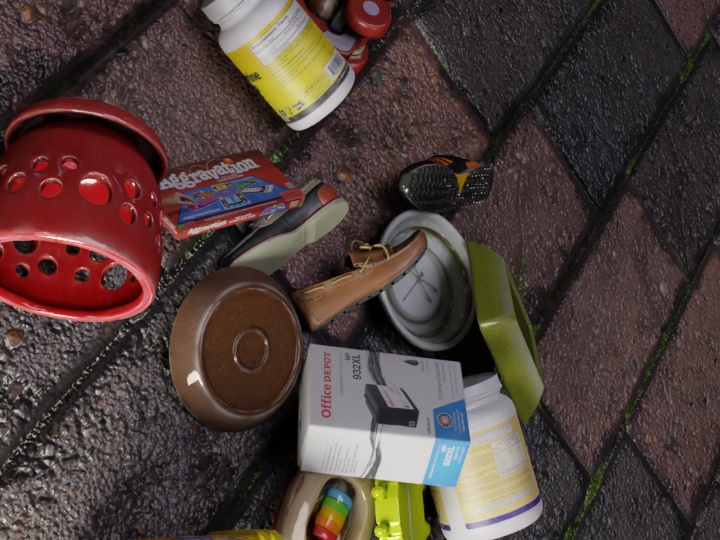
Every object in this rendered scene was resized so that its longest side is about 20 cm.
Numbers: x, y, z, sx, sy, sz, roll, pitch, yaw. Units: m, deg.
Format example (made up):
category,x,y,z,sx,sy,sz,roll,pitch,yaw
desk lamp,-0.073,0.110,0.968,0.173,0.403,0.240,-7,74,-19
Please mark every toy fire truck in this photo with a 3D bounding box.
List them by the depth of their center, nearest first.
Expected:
category,x,y,z,sx,sy,sz,roll,pitch,yaw
toy fire truck,-0.033,-0.382,1.648,0.167,0.112,0.201,33,55,-4

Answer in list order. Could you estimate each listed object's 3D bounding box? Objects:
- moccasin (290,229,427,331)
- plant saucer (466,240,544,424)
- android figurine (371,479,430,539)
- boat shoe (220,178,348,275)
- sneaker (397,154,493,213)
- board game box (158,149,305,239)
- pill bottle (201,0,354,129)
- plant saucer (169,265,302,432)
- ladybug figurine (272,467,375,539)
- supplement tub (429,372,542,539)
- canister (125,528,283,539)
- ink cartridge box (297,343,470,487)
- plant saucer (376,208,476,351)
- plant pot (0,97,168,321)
category,x,y,z,sx,sy,sz,roll,pitch,yaw
moccasin,0.000,0.000,1.558,0.200,0.074,0.078,-31,91,-7
plant saucer,0.211,0.080,1.683,0.201,0.047,0.201,-91,159,-53
android figurine,0.051,0.306,1.518,0.200,0.041,0.184,24,60,-72
boat shoe,-0.105,-0.052,1.513,0.199,0.072,0.063,-36,66,-28
sneaker,0.105,-0.130,1.712,0.199,0.089,0.071,-8,113,-47
board game box,-0.172,-0.097,1.451,0.199,0.020,0.103,-19,53,-43
pill bottle,-0.108,-0.289,1.526,0.200,0.112,0.113,48,52,-22
plant saucer,-0.140,0.096,1.438,0.199,0.034,0.203,-1,91,-43
ladybug figurine,-0.049,0.306,1.465,0.136,0.072,0.201,47,52,-24
supplement tub,0.156,0.253,1.617,0.145,0.145,0.202,-17,91,-43
canister,-0.198,0.327,1.274,0.198,0.148,0.088,7,75,-39
ink cartridge box,0.026,0.178,1.464,0.197,0.084,0.146,7,39,-8
plant saucer,0.083,0.016,1.676,0.199,0.050,0.203,13,70,-40
plant pot,-0.303,-0.066,1.250,0.199,0.199,0.185,24,55,-36
